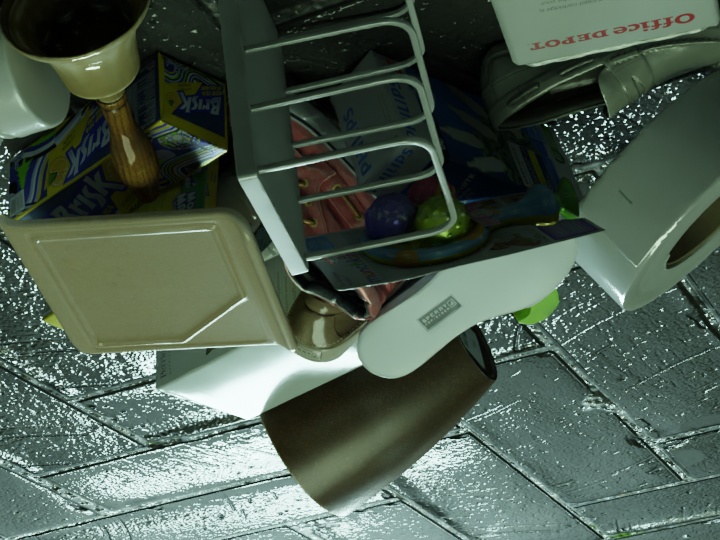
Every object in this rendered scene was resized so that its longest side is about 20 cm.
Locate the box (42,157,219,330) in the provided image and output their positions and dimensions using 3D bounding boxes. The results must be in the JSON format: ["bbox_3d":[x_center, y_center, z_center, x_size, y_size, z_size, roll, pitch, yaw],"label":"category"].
[{"bbox_3d":[-0.179,-0.036,1.381,0.048,0.118,0.200,26,141,-34],"label":"box"}]

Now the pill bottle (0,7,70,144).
[{"bbox_3d":[-0.315,-0.121,1.201,0.200,0.115,0.114,-14,151,18],"label":"pill bottle"}]

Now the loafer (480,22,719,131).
[{"bbox_3d":[0.189,-0.146,1.267,0.200,0.070,0.070,-12,152,14],"label":"loafer"}]

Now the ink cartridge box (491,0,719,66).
[{"bbox_3d":[0.147,-0.228,1.086,0.145,0.088,0.200,-10,150,12],"label":"ink cartridge box"}]

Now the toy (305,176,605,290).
[{"bbox_3d":[0.061,-0.040,1.213,0.200,0.115,0.047,-9,110,-15],"label":"toy"}]

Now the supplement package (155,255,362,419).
[{"bbox_3d":[-0.082,0.041,1.544,0.117,0.117,0.200,22,143,-40],"label":"supplement package"}]

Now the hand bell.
[{"bbox_3d":[-0.173,-0.117,1.197,0.104,0.104,0.200,-7,141,6],"label":"hand bell"}]

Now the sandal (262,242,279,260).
[{"bbox_3d":[-0.138,-0.026,1.473,0.202,0.083,0.050,-8,-164,23],"label":"sandal"}]

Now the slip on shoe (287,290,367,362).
[{"bbox_3d":[0.000,0.000,1.431,0.076,0.200,0.061,27,131,17],"label":"slip on shoe"}]

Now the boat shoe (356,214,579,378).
[{"bbox_3d":[0.083,0.010,1.321,0.200,0.068,0.072,-37,107,22],"label":"boat shoe"}]

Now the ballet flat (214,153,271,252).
[{"bbox_3d":[-0.118,-0.025,1.396,0.074,0.074,0.200,14,125,-31],"label":"ballet flat"}]

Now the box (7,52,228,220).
[{"bbox_3d":[-0.194,-0.091,1.331,0.070,0.064,0.200,22,144,-40],"label":"box"}]

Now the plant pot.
[{"bbox_3d":[0.026,0.113,1.661,0.200,0.187,0.187,-30,146,17],"label":"plant pot"}]

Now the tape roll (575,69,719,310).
[{"bbox_3d":[0.252,-0.063,1.324,0.202,0.071,0.203,-38,162,-15],"label":"tape roll"}]

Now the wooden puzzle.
[{"bbox_3d":[-0.159,0.006,1.309,0.199,0.037,0.185,1,147,12],"label":"wooden puzzle"}]

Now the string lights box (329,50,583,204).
[{"bbox_3d":[0.078,-0.088,1.321,0.200,0.103,0.059,18,130,-37],"label":"string lights box"}]

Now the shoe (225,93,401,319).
[{"bbox_3d":[-0.040,-0.053,1.302,0.200,0.091,0.071,43,147,-12],"label":"shoe"}]

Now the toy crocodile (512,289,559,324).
[{"bbox_3d":[0.102,-0.015,1.404,0.062,0.068,0.200,-45,139,14],"label":"toy crocodile"}]

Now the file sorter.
[{"bbox_3d":[-0.016,-0.126,1.145,0.124,0.200,0.139,-12,152,7],"label":"file sorter"}]
